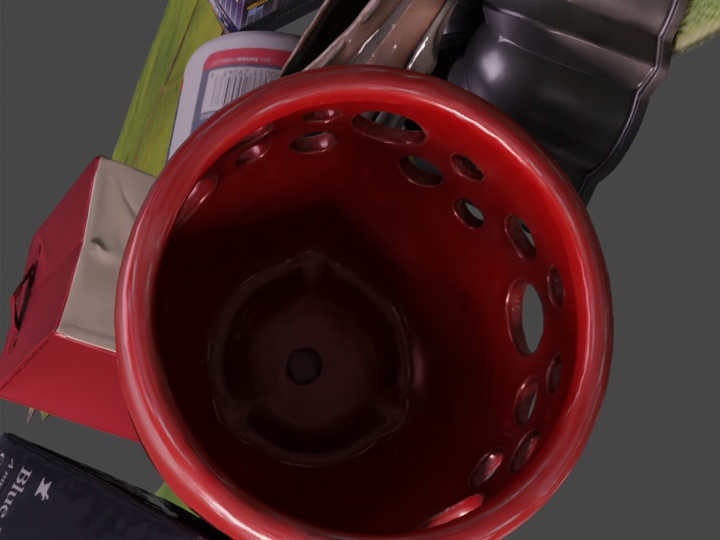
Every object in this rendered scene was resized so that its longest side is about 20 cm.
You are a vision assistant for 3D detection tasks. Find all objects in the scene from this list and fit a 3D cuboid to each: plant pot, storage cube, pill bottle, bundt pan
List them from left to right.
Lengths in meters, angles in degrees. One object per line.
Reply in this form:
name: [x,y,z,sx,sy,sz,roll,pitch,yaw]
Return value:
storage cube: [-0.194,0.033,1.248,0.180,0.199,0.172,-36,39,54]
pill bottle: [-0.058,-0.019,0.798,0.120,0.119,0.201,141,142,-63]
plant pot: [-0.009,0.032,0.632,0.183,0.199,0.202,130,153,-74]
bundt pan: [0.078,-0.124,0.692,0.202,0.075,0.203,-162,90,-74]

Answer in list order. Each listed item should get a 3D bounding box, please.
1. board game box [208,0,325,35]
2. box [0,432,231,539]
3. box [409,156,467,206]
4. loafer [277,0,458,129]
board game box: [0.009,-0.203,0.772,0.057,0.199,0.165,61,173,2]
box: [-0.123,0.201,0.649,0.199,0.117,0.198,12,73,51]
box: [0.000,0.000,0.872,0.200,0.047,0.123,151,133,-65]
loafer: [0.023,-0.150,0.651,0.072,0.063,0.201,-98,29,-57]
